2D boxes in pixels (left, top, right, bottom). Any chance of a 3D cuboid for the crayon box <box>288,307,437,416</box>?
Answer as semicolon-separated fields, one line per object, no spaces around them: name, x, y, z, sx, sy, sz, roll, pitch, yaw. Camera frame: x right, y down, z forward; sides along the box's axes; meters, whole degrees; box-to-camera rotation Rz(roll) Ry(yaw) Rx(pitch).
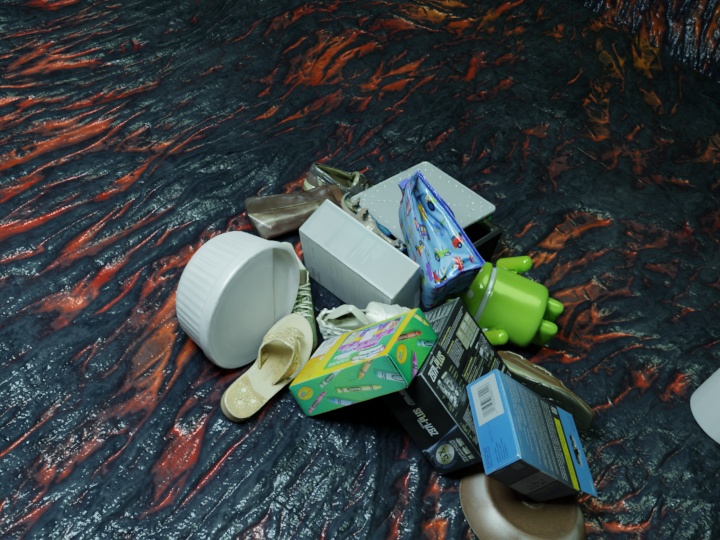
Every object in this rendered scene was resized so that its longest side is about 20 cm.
crayon box;0.003;0.134;1.250;0.059;0.198;0.119;56;39;-14

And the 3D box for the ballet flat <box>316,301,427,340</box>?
ballet flat;0.009;0.081;1.338;0.197;0.073;0.072;-9;19;38

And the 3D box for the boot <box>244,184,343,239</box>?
boot;-0.102;-0.075;1.567;0.197;0.065;0.188;-11;51;-29

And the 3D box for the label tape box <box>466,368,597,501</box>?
label tape box;0.246;0.248;1.244;0.199;0.063;0.146;33;35;-37

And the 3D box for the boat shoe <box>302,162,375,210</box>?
boat shoe;-0.013;-0.161;1.704;0.196;0.066;0.074;11;37;-14

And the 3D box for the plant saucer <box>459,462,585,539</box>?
plant saucer;0.241;0.335;1.250;0.197;0.037;0.202;14;38;-11

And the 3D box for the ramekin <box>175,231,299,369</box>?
ramekin;-0.187;0.036;1.287;0.093;0.206;0.201;27;36;28

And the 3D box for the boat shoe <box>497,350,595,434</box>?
boat shoe;0.294;0.190;1.419;0.198;0.076;0.074;31;35;12

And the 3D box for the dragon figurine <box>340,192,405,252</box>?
dragon figurine;0.013;-0.070;1.512;0.100;0.059;0.200;48;-2;-27

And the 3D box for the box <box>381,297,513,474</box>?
box;0.133;0.170;1.296;0.165;0.085;0.201;53;36;-14

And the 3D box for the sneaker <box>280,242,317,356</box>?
sneaker;-0.111;0.038;1.395;0.066;0.091;0.202;0;42;-26

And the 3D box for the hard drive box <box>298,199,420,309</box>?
hard drive box;0.000;0.000;1.431;0.199;0.157;0.077;37;70;19

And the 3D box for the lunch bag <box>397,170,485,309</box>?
lunch bag;0.109;-0.058;1.418;0.093;0.151;0.203;-24;77;-9

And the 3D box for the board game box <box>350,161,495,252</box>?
board game box;0.114;-0.115;1.602;0.198;0.026;0.199;-28;48;-29

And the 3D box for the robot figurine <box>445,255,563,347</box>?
robot figurine;0.252;0.060;1.519;0.197;0.116;0.178;23;67;2

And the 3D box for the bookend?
bookend;0.131;-0.064;1.633;0.199;0.093;0.197;38;41;23

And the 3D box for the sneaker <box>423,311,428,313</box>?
sneaker;0.079;0.112;1.384;0.074;0.088;0.201;-10;26;26

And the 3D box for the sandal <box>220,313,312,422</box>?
sandal;-0.119;0.131;1.261;0.078;0.070;0.212;43;51;-4

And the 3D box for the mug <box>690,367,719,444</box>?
mug;0.696;0.211;1.518;0.184;0.155;0.150;-6;44;-31
